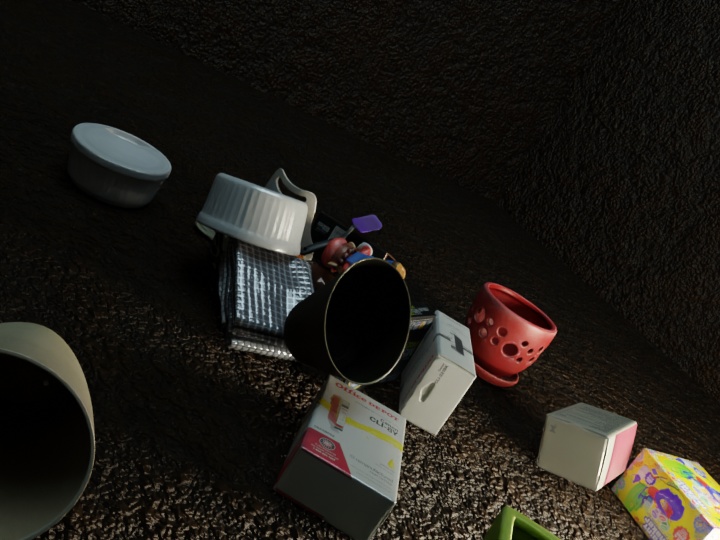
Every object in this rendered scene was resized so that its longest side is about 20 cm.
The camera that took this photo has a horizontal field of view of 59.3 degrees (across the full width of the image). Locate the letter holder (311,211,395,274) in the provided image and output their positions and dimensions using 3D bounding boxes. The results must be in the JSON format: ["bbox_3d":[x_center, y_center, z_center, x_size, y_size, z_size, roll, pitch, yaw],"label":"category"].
[{"bbox_3d":[-0.018,-0.033,1.494,0.199,0.101,0.142,33,1,23],"label":"letter holder"}]

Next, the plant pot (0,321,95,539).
[{"bbox_3d":[-0.344,0.128,0.615,0.185,0.189,0.200,23,7,-20],"label":"plant pot"}]

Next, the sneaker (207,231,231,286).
[{"bbox_3d":[-0.245,-0.023,1.249,0.088,0.077,0.201,19,31,-34],"label":"sneaker"}]

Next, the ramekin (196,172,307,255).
[{"bbox_3d":[-0.192,-0.106,1.165,0.198,0.099,0.200,19,4,-1],"label":"ramekin"}]

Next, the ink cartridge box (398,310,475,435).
[{"bbox_3d":[0.142,0.188,1.196,0.083,0.145,0.200,29,20,-4],"label":"ink cartridge box"}]

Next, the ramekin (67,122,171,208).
[{"bbox_3d":[-0.494,-0.208,1.285,0.200,0.095,0.203,27,20,-11],"label":"ramekin"}]

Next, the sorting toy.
[{"bbox_3d":[-0.180,-0.122,1.414,0.199,0.182,0.106,38,21,22],"label":"sorting toy"}]

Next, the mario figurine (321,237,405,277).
[{"bbox_3d":[0.000,0.000,1.341,0.198,0.108,0.123,24,15,37],"label":"mario figurine"}]

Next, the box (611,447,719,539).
[{"bbox_3d":[0.655,0.488,1.269,0.190,0.123,0.201,19,23,-28],"label":"box"}]

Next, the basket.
[{"bbox_3d":[-0.032,0.087,0.968,0.135,0.183,0.199,24,-21,-21],"label":"basket"}]

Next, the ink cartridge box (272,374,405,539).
[{"bbox_3d":[-0.020,0.254,0.890,0.144,0.084,0.200,30,19,-2],"label":"ink cartridge box"}]

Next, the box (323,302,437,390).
[{"bbox_3d":[0.040,0.137,1.146,0.044,0.162,0.199,39,20,29],"label":"box"}]

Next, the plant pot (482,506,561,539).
[{"bbox_3d":[0.177,0.413,0.654,0.198,0.183,0.200,34,19,7],"label":"plant pot"}]

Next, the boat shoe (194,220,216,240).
[{"bbox_3d":[-0.260,-0.070,1.343,0.199,0.065,0.072,35,18,9],"label":"boat shoe"}]

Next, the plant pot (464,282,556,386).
[{"bbox_3d":[0.332,0.155,1.498,0.198,0.184,0.201,27,21,-11],"label":"plant pot"}]

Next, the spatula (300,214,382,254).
[{"bbox_3d":[-0.045,-0.076,1.407,0.198,0.021,0.057,-26,47,-11],"label":"spatula"}]

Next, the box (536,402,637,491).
[{"bbox_3d":[0.461,0.350,1.280,0.127,0.111,0.199,15,7,38],"label":"box"}]

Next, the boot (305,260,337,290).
[{"bbox_3d":[-0.058,0.072,1.314,0.187,0.069,0.200,31,15,-39],"label":"boot"}]

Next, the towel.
[{"bbox_3d":[-0.159,0.047,1.102,0.164,0.086,0.202,18,42,-32],"label":"towel"}]
